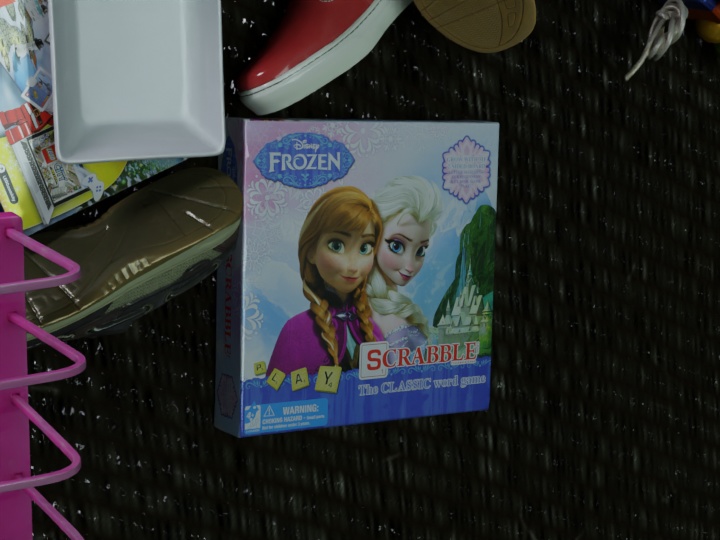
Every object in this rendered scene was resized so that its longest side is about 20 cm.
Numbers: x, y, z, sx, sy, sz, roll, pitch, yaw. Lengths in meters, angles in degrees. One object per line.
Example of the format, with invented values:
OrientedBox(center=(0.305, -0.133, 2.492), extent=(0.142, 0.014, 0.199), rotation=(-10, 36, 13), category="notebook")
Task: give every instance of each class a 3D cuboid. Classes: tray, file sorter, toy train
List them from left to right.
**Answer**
OrientedBox(center=(-0.211, 0.088, 0.723), extent=(0.138, 0.125, 0.202), rotation=(-8, 107, -33), category="file sorter")
OrientedBox(center=(-0.131, -0.164, 0.834), extent=(0.106, 0.022, 0.203), rotation=(-6, 99, -31), category="tray")
OrientedBox(center=(0.264, -0.189, 1.093), extent=(0.116, 0.084, 0.201), rotation=(44, 73, -42), category="toy train")

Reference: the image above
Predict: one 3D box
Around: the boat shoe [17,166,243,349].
OrientedBox(center=(-0.156, 0.010, 0.859), extent=(0.200, 0.072, 0.066), rotation=(-28, 143, -17), category="boat shoe")

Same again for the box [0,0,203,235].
OrientedBox(center=(-0.181, -0.137, 0.841), extent=(0.136, 0.038, 0.202), rotation=(-28, 110, -27), category="box")

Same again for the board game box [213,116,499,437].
OrientedBox(center=(0.000, 0.000, 0.970), extent=(0.198, 0.041, 0.202), rotation=(-4, 98, -31), category="board game box")

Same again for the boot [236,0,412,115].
OrientedBox(center=(-0.034, -0.204, 0.908), extent=(0.200, 0.072, 0.145), rotation=(-49, 118, -26), category="boot")

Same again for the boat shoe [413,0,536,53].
OrientedBox(center=(0.045, -0.215, 0.888), extent=(0.200, 0.070, 0.070), rotation=(46, 29, -41), category="boat shoe")
